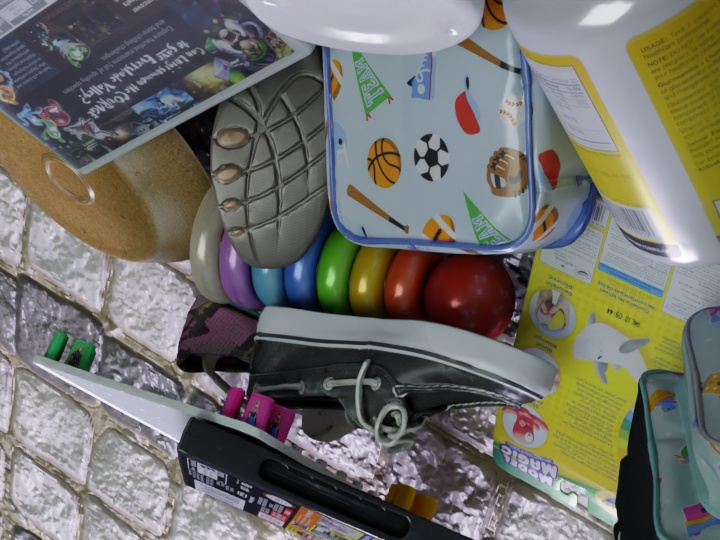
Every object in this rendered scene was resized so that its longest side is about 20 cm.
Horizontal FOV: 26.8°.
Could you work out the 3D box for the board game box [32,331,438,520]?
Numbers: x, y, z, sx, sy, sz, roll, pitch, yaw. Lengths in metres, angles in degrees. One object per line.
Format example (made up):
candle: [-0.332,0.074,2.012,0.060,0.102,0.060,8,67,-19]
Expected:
board game box: [-0.075,0.102,0.945,0.199,0.026,0.200,13,163,40]

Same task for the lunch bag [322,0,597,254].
lunch bag: [0.046,-0.110,0.784,0.159,0.075,0.202,6,100,43]

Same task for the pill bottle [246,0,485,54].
pill bottle: [0.011,-0.210,0.690,0.110,0.111,0.202,0,79,37]

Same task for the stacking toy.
stacking toy: [0.000,0.000,0.906,0.198,0.085,0.086,15,122,23]

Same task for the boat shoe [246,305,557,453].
boat shoe: [0.016,0.065,0.846,0.198,0.073,0.069,7,76,32]

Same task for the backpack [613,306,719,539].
backpack: [0.229,0.107,0.706,0.198,0.176,0.155,9,114,3]

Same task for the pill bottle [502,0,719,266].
pill bottle: [0.132,-0.107,0.677,0.111,0.113,0.201,-5,132,38]

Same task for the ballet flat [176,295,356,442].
ballet flat: [-0.037,0.067,0.960,0.198,0.069,0.072,15,78,33]

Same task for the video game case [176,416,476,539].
video game case: [-0.023,0.145,0.912,0.179,0.026,0.200,24,166,0]

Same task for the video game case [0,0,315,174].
video game case: [-0.151,-0.140,0.791,0.199,0.024,0.182,-21,131,39]

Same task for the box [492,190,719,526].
box: [0.144,0.050,0.836,0.117,0.048,0.202,26,124,24]

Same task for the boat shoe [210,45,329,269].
boat shoe: [-0.044,-0.103,0.867,0.074,0.073,0.202,3,99,7]

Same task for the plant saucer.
plant saucer: [-0.178,-0.069,0.972,0.199,0.036,0.201,30,152,17]
